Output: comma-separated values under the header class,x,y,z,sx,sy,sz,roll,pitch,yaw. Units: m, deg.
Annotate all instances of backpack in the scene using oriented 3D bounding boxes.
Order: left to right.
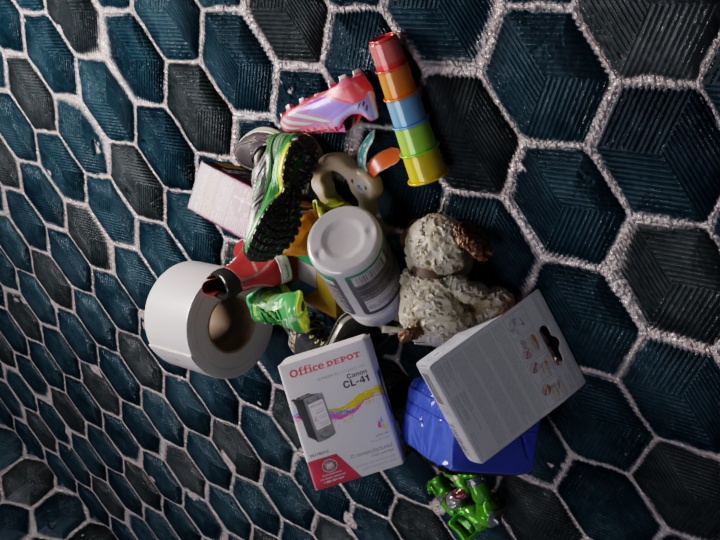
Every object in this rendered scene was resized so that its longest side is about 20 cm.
class,x,y,z,sx,sy,sz,roll,pitch,yaw
backpack,0.161,0.215,1.582,0.200,0.161,0.169,-176,98,-68

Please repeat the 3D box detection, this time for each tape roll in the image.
class,x,y,z,sx,sy,sz,roll,pitch,yaw
tape roll,-0.278,0.089,1.959,0.139,0.202,0.204,9,127,45

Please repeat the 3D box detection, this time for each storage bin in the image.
class,x,y,z,sx,sy,sz,roll,pitch,yaw
storage bin,0.009,0.242,1.853,0.199,0.094,0.136,18,133,42

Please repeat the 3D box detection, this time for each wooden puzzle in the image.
class,x,y,z,sx,sy,sz,roll,pitch,yaw
wooden puzzle,-0.080,0.002,1.789,0.184,0.037,0.201,26,139,33

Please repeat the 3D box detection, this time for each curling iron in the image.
class,x,y,z,sx,sy,sz,roll,pitch,yaw
curling iron,-0.005,0.153,1.694,0.026,0.199,0.050,55,177,37

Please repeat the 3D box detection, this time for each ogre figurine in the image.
class,x,y,z,sx,sy,sz,roll,pitch,yaw
ogre figurine,0.176,0.386,1.784,0.200,0.098,0.120,-43,74,45

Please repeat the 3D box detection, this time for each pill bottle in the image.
class,x,y,z,sx,sy,sz,roll,pitch,yaw
pill bottle,0.000,0.000,1.575,0.113,0.113,0.200,32,165,28

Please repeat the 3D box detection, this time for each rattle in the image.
class,x,y,z,sx,sy,sz,roll,pitch,yaw
rattle,-0.038,-0.113,1.551,0.200,0.142,0.131,-24,83,62

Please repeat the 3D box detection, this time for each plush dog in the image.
class,x,y,z,sx,sy,sz,roll,pitch,yaw
plush dog,0.107,0.005,1.495,0.199,0.160,0.173,9,103,46

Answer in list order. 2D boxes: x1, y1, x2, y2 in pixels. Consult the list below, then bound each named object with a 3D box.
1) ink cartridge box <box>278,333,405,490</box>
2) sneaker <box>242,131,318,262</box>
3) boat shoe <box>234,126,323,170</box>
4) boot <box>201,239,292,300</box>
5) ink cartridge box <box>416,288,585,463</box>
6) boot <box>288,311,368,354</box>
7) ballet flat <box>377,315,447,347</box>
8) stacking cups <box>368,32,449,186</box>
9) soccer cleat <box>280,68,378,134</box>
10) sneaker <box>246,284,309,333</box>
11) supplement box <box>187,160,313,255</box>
class,x,y,z,sx,sy,sz,roll,pitch,yaw
ink cartridge box,-0.028,0.215,1.622,0.086,0.146,0.202,-34,-74,-86
sneaker,-0.128,-0.108,1.569,0.085,0.202,0.078,18,177,46
boat shoe,-0.142,-0.181,1.671,0.199,0.065,0.072,10,128,45
boot,-0.219,-0.003,1.823,0.200,0.143,0.073,24,130,63
ink cartridge box,0.195,0.142,1.459,0.161,0.199,0.047,61,162,-13
boot,-0.060,0.114,1.760,0.154,0.073,0.205,56,142,40
ballet flat,0.082,0.087,1.650,0.199,0.062,0.068,17,134,41
stacking cups,0.057,-0.214,1.412,0.060,0.060,0.201,0,119,50
soccer cleat,-0.048,-0.222,1.520,0.199,0.066,0.077,-20,95,51
sneaker,-0.138,0.068,1.762,0.200,0.083,0.075,-162,58,-68
supplement box,-0.167,-0.101,1.713,0.199,0.110,0.086,28,106,32
